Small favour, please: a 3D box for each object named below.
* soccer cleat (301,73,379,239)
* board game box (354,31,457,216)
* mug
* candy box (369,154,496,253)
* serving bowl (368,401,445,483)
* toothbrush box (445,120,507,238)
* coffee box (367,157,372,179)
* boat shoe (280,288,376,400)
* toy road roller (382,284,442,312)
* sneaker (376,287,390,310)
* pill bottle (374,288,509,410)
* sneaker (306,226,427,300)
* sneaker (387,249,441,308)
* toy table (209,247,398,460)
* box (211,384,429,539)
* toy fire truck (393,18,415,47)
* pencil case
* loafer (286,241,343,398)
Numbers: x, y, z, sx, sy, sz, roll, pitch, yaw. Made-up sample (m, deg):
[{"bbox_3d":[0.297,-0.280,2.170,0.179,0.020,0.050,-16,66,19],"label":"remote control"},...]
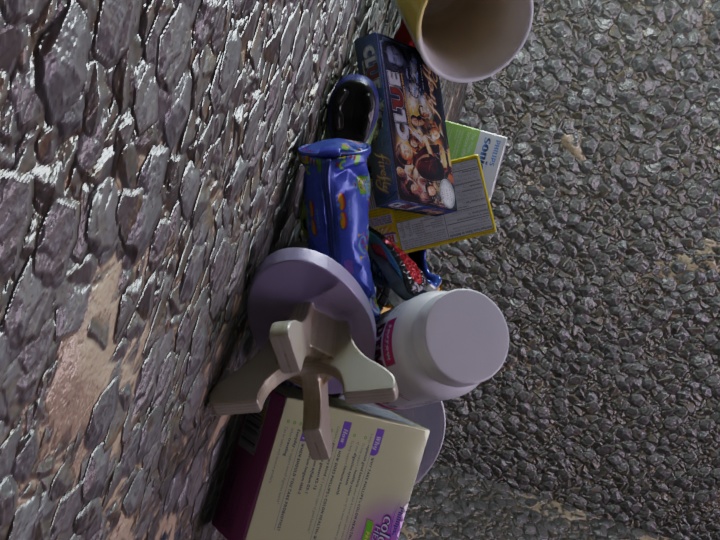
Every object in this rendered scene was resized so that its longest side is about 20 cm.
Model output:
[{"bbox_3d":[-0.020,-0.125,1.148,0.084,0.064,0.201,-81,-175,-70],"label":"soccer cleat"},{"bbox_3d":[0.056,-0.171,1.201,0.135,0.034,0.201,3,77,-54],"label":"board game box"},{"bbox_3d":[0.112,-0.344,1.212,0.153,0.148,0.187,-119,-156,-52],"label":"mug"},{"bbox_3d":[0.064,-0.075,1.268,0.026,0.199,0.103,-169,-114,-86],"label":"candy box"},{"bbox_3d":[0.010,0.203,1.336,0.066,0.199,0.201,-140,-117,-68],"label":"serving bowl"},{"bbox_3d":[0.104,-0.148,1.506,0.086,0.199,0.146,42,64,-82],"label":"toothbrush box"},{"bbox_3d":[0.026,-0.112,1.324,0.080,0.112,0.201,23,82,-85],"label":"coffee box"},{"bbox_3d":[-0.046,0.078,1.228,0.071,0.090,0.201,-158,-97,-72],"label":"boat shoe"},{"bbox_3d":[0.034,0.074,1.475,0.146,0.199,0.124,-123,-134,-73],"label":"toy road roller"},{"bbox_3d":[-0.038,0.071,1.338,0.200,0.076,0.091,-46,180,-7],"label":"sneaker"},{"bbox_3d":[0.071,0.085,1.073,0.200,0.113,0.114,-33,-145,66],"label":"pill bottle"},{"bbox_3d":[0.000,0.000,1.174,0.079,0.200,0.096,37,90,-40],"label":"sneaker"},{"bbox_3d":[0.051,-0.046,1.403,0.088,0.201,0.075,-31,173,39],"label":"sneaker"},{"bbox_3d":[-0.050,0.088,0.994,0.118,0.183,0.200,-84,153,-46],"label":"toy table"},{"bbox_3d":[-0.045,0.239,1.166,0.097,0.199,0.177,14,-92,61],"label":"box"},{"bbox_3d":[0.094,-0.351,1.406,0.168,0.112,0.200,-56,177,18],"label":"toy fire truck"},{"bbox_3d":[-0.022,-0.037,1.057,0.087,0.077,0.201,-75,162,-79],"label":"pencil case"},{"bbox_3d":[-0.059,0.067,1.138,0.063,0.072,0.201,-44,128,-45],"label":"loafer"}]
